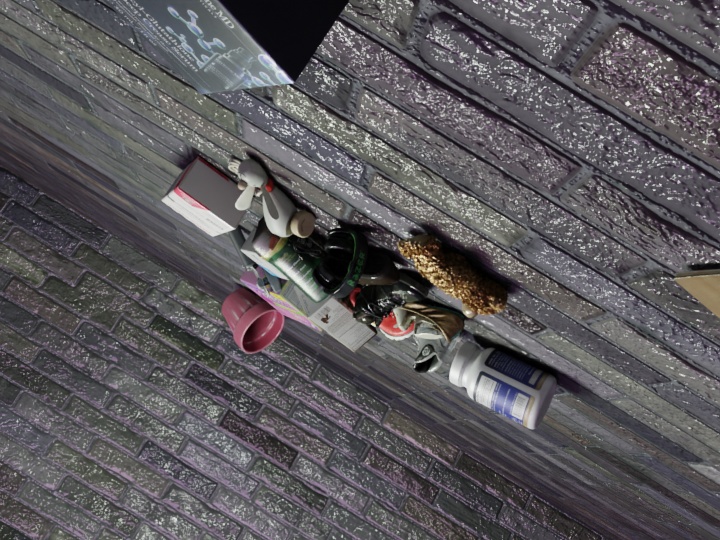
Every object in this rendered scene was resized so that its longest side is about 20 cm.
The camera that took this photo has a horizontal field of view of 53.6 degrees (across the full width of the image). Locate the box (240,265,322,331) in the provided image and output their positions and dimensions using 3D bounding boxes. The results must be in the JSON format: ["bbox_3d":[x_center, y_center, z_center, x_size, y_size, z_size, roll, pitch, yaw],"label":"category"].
[{"bbox_3d":[-0.188,0.054,1.901,0.174,0.097,0.200,18,160,43],"label":"box"}]

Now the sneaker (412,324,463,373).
[{"bbox_3d":[0.133,0.165,1.562,0.075,0.117,0.199,36,165,-20],"label":"sneaker"}]

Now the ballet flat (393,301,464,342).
[{"bbox_3d":[0.120,0.097,1.450,0.198,0.073,0.068,21,163,36],"label":"ballet flat"}]

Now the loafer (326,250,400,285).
[{"bbox_3d":[0.000,0.000,1.368,0.071,0.074,0.199,39,166,-36],"label":"loafer"}]

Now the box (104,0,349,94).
[{"bbox_3d":[-0.136,-0.265,0.690,0.199,0.108,0.148,12,156,51],"label":"box"}]

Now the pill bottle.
[{"bbox_3d":[0.288,0.228,1.453,0.198,0.117,0.116,25,165,26],"label":"pill bottle"}]

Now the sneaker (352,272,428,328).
[{"bbox_3d":[0.054,0.062,1.390,0.076,0.115,0.198,36,164,-28],"label":"sneaker"}]

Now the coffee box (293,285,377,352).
[{"bbox_3d":[-0.056,0.094,1.685,0.200,0.080,0.114,41,-166,-46],"label":"coffee box"}]

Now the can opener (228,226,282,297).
[{"bbox_3d":[-0.261,-0.027,1.778,0.202,0.066,0.053,62,169,9],"label":"can opener"}]

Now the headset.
[{"bbox_3d":[-0.056,-0.024,1.304,0.093,0.125,0.199,22,180,-25],"label":"headset"}]

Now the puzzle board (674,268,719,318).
[{"bbox_3d":[0.446,0.053,0.734,0.199,0.018,0.150,35,164,-16],"label":"puzzle board"}]

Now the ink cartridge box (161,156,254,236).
[{"bbox_3d":[-0.329,-0.152,1.521,0.144,0.085,0.199,36,164,-19],"label":"ink cartridge box"}]

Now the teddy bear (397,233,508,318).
[{"bbox_3d":[0.140,0.011,1.130,0.199,0.067,0.144,39,167,-25],"label":"teddy bear"}]

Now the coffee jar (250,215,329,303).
[{"bbox_3d":[-0.133,-0.031,1.467,0.199,0.085,0.105,40,-154,-21],"label":"coffee jar"}]

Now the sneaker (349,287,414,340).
[{"bbox_3d":[0.047,0.091,1.586,0.198,0.078,0.085,18,156,41],"label":"sneaker"}]

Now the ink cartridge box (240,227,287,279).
[{"bbox_3d":[-0.177,-0.032,1.645,0.116,0.067,0.199,41,163,-34],"label":"ink cartridge box"}]

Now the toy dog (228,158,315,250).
[{"bbox_3d":[-0.175,-0.111,1.313,0.200,0.097,0.131,40,163,-31],"label":"toy dog"}]

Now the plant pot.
[{"bbox_3d":[-0.404,0.169,2.588,0.179,0.200,0.200,40,172,29],"label":"plant pot"}]
